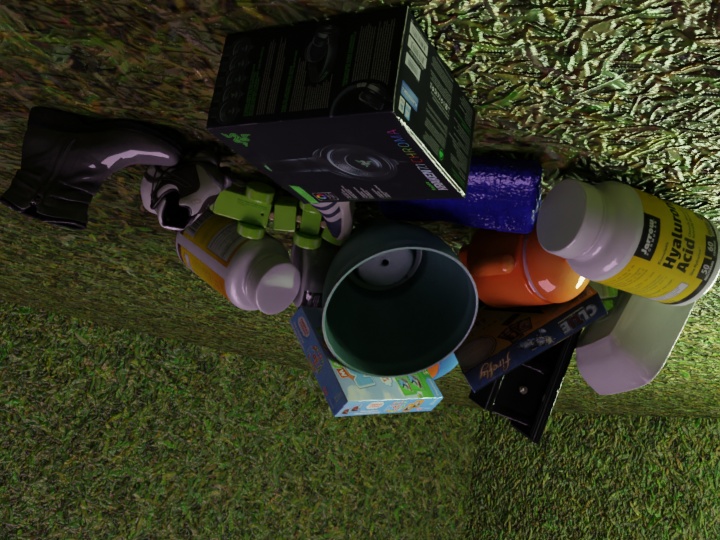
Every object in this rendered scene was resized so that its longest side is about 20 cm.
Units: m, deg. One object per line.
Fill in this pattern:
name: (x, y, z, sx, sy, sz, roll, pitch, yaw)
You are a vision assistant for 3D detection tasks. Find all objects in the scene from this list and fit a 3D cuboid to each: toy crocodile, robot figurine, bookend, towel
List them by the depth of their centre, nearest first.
towel: (0.112, -0.089, 0.868, 0.195, 0.051, 0.148, 5, 166, 16)
robot figurine: (0.219, -0.013, 0.964, 0.143, 0.118, 0.198, 37, 154, -29)
toy crocodile: (-0.105, -0.078, 0.999, 0.195, 0.069, 0.062, 11, -157, -3)
toy crocodile: (0.322, 0.026, 1.080, 0.060, 0.069, 0.200, -5, 178, -4)
bookend: (0.206, 0.125, 1.122, 0.197, 0.202, 0.092, 22, 180, -11)

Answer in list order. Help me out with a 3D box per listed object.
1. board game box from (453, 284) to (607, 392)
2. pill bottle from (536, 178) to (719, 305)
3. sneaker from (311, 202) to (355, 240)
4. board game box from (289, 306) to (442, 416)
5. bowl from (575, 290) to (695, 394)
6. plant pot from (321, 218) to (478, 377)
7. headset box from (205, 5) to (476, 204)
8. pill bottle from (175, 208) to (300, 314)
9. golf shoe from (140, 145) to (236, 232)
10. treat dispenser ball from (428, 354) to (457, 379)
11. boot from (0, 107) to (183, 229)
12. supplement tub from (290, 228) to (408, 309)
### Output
board game box: (0.215, 0.071, 0.999, 0.035, 0.198, 0.136, 57, -174, -19)
pill bottle: (0.299, -0.035, 0.832, 0.196, 0.114, 0.111, 15, 165, -24)
sneaker: (-0.046, -0.100, 0.882, 0.082, 0.076, 0.201, 7, 156, 3)
board game box: (0.010, 0.124, 1.014, 0.198, 0.153, 0.037, 7, 134, -46)
bowl: (0.390, 0.072, 1.066, 0.074, 0.202, 0.200, 34, 165, 2)
plant pot: (0.040, 0.018, 0.958, 0.195, 0.135, 0.204, -5, 125, -7)
headset box: (-0.017, -0.137, 0.672, 0.196, 0.095, 0.174, 2, 164, 28)
pill bottle: (-0.175, -0.015, 1.066, 0.199, 0.111, 0.109, 32, -177, 39)
golf shoe: (-0.245, -0.094, 0.945, 0.078, 0.095, 0.198, 43, 148, -24)
treat dispenser ball: (0.090, 0.087, 1.244, 0.196, 0.205, 0.201, 8, 166, 2)
boot: (-0.316, -0.109, 0.882, 0.195, 0.135, 0.070, 8, 165, 4)
supplement tub: (0.000, 0.000, 1.094, 0.196, 0.126, 0.122, 2, 168, -17)
